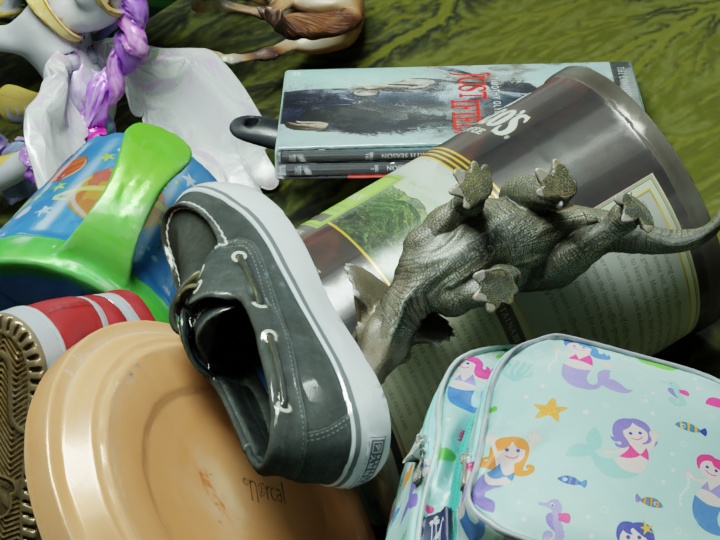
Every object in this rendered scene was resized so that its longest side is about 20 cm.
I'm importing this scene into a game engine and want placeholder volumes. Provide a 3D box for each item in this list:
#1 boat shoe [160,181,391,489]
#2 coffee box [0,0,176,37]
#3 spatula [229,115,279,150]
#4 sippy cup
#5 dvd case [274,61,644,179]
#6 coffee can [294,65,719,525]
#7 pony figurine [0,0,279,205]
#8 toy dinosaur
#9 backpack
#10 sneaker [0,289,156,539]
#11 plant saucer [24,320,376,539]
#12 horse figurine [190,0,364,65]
[{"bbox_3d":[-0.051,0.023,1.206,0.056,0.069,0.200,1,33,-30],"label":"boat shoe"},{"bbox_3d":[-0.173,-0.187,1.659,0.200,0.123,0.044,-19,63,61],"label":"coffee box"},{"bbox_3d":[0.021,-0.065,1.516,0.199,0.021,0.057,8,41,16],"label":"spatula"},{"bbox_3d":[-0.129,0.003,1.390,0.177,0.140,0.130,-18,31,37],"label":"sippy cup"},{"bbox_3d":[0.055,-0.083,1.491,0.199,0.022,0.146,0,21,2],"label":"dvd case"},{"bbox_3d":[0.056,0.011,1.322,0.200,0.147,0.146,-30,36,-16],"label":"coffee can"},{"bbox_3d":[-0.163,-0.102,1.565,0.166,0.194,0.200,-26,8,-42],"label":"pony figurine"},{"bbox_3d":[0.067,-0.012,1.210,0.200,0.077,0.102,-26,-2,-22],"label":"toy dinosaur"},{"bbox_3d":[0.097,0.116,1.151,0.177,0.151,0.200,15,32,-4],"label":"backpack"},{"bbox_3d":[-0.140,0.103,1.289,0.071,0.201,0.112,24,25,29],"label":"sneaker"},{"bbox_3d":[-0.061,0.108,1.211,0.032,0.200,0.201,-36,25,31],"label":"plant saucer"},{"bbox_3d":[-0.048,-0.170,1.691,0.132,0.050,0.200,-9,24,-16],"label":"horse figurine"}]
